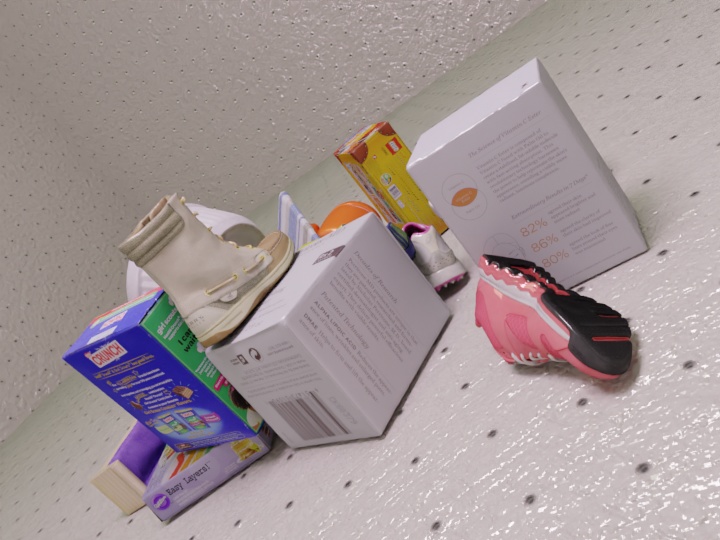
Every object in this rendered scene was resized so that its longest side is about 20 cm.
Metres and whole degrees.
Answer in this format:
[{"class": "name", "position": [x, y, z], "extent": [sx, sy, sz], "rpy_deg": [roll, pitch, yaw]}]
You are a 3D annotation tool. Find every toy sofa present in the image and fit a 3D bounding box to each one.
[{"class": "toy sofa", "position": [-0.321, 0.269, 1.020], "extent": [0.098, 0.083, 0.200], "rpy_deg": [-34, 16, 21]}]

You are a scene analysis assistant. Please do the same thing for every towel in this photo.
[{"class": "towel", "position": [-0.102, -0.034, 1.142], "extent": [0.024, 0.147, 0.200], "rpy_deg": [-12, 38, -24]}]

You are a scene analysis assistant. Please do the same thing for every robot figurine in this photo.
[{"class": "robot figurine", "position": [-0.023, -0.054, 1.184], "extent": [0.144, 0.117, 0.200], "rpy_deg": [-30, 18, 29]}]

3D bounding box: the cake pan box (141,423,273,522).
[{"class": "cake pan box", "position": [-0.197, 0.229, 0.913], "extent": [0.184, 0.052, 0.200], "rpy_deg": [-33, 16, 10]}]

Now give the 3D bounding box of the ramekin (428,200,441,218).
[{"class": "ramekin", "position": [0.199, -0.106, 0.846], "extent": [0.200, 0.105, 0.200], "rpy_deg": [-36, 15, 12]}]

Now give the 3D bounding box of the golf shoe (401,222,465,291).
[{"class": "golf shoe", "position": [0.082, -0.031, 0.915], "extent": [0.075, 0.092, 0.200], "rpy_deg": [-30, 14, -10]}]

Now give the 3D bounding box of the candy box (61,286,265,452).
[{"class": "candy box", "position": [-0.228, 0.126, 0.793], "extent": [0.169, 0.200, 0.077], "rpy_deg": [-20, 32, 36]}]

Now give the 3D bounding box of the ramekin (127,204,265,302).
[{"class": "ramekin", "position": [-0.202, 0.012, 0.877], "extent": [0.105, 0.200, 0.200], "rpy_deg": [5, 38, 27]}]

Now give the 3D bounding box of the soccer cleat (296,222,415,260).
[{"class": "soccer cleat", "position": [-0.018, -0.034, 0.861], "extent": [0.200, 0.084, 0.065], "rpy_deg": [-1, 48, 40]}]

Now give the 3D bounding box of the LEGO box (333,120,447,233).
[{"class": "LEGO box", "position": [0.057, -0.145, 1.102], "extent": [0.077, 0.200, 0.149], "rpy_deg": [-41, 16, -5]}]

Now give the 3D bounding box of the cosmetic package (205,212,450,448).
[{"class": "cosmetic package", "position": [-0.033, 0.072, 0.760], "extent": [0.165, 0.165, 0.200], "rpy_deg": [-23, 22, 44]}]

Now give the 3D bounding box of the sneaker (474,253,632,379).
[{"class": "sneaker", "position": [0.163, 0.055, 0.580], "extent": [0.200, 0.074, 0.087], "rpy_deg": [-129, 49, -62]}]

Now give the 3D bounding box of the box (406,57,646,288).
[{"class": "box", "position": [0.170, -0.084, 0.672], "extent": [0.152, 0.200, 0.106], "rpy_deg": [-30, 18, 27]}]

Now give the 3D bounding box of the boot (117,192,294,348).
[{"class": "boot", "position": [-0.167, -0.028, 0.747], "extent": [0.072, 0.155, 0.200], "rpy_deg": [-29, 18, 37]}]
